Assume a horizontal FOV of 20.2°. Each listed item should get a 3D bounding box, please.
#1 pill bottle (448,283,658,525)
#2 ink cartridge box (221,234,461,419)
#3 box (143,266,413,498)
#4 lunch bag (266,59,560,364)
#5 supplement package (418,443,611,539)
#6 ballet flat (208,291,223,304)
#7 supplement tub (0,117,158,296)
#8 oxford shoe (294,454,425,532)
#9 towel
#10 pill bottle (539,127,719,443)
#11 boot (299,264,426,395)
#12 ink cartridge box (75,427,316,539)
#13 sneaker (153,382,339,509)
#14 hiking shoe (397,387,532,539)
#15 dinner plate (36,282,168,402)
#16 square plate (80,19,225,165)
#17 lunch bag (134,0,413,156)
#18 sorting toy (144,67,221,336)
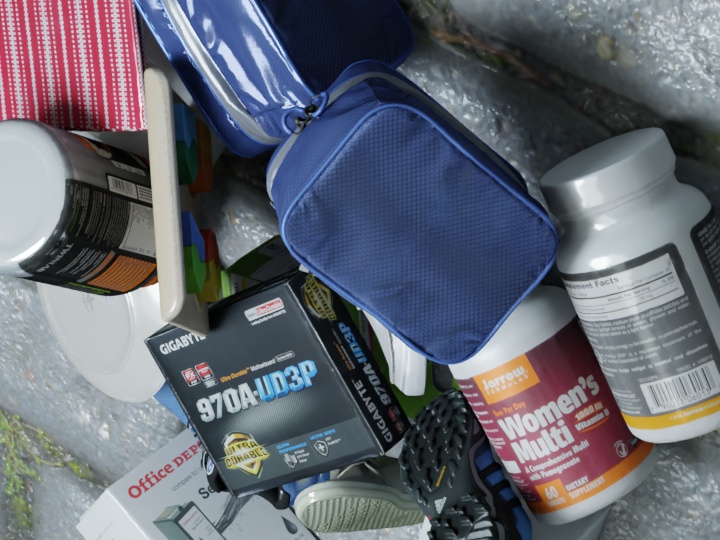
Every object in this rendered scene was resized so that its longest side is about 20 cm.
[{"bbox_3d":[0.133,0.082,1.525,0.109,0.109,0.200,-23,100,46],"label":"pill bottle"},{"bbox_3d":[-0.011,0.070,1.669,0.199,0.076,0.148,17,126,34],"label":"ink cartridge box"},{"bbox_3d":[-0.069,0.092,1.645,0.200,0.046,0.159,-21,101,46],"label":"box"},{"bbox_3d":[0.026,-0.048,1.397,0.200,0.132,0.136,40,100,-18],"label":"lunch bag"},{"bbox_3d":[0.110,0.256,1.656,0.114,0.109,0.200,33,133,22],"label":"supplement package"},{"bbox_3d":[-0.173,-0.009,1.777,0.064,0.067,0.200,-42,74,15],"label":"ballet flat"},{"bbox_3d":[-0.228,-0.046,1.621,0.122,0.200,0.123,-4,80,25],"label":"supplement tub"},{"bbox_3d":[0.008,0.178,1.650,0.075,0.200,0.058,-27,72,30],"label":"oxford shoe"},{"bbox_3d":[-0.236,-0.182,1.594,0.200,0.022,0.145,5,105,43],"label":"towel"},{"bbox_3d":[0.206,0.010,1.413,0.116,0.116,0.201,-13,106,45],"label":"pill bottle"},{"bbox_3d":[0.000,0.000,1.564,0.074,0.095,0.201,-171,77,-87],"label":"boot"},{"bbox_3d":[-0.138,0.255,1.845,0.200,0.146,0.084,48,137,6],"label":"ink cartridge box"},{"bbox_3d":[-0.117,0.144,1.799,0.200,0.089,0.079,31,132,25],"label":"sneaker"},{"bbox_3d":[0.084,0.176,1.541,0.074,0.200,0.087,-34,124,19],"label":"hiking shoe"},{"bbox_3d":[-0.235,0.025,1.782,0.200,0.024,0.201,23,123,39],"label":"dinner plate"},{"bbox_3d":[-0.184,-0.161,1.647,0.198,0.028,0.200,30,133,-11],"label":"square plate"},{"bbox_3d":[-0.068,-0.185,1.504,0.132,0.136,0.200,-22,101,47],"label":"lunch bag"},{"bbox_3d":[-0.133,-0.048,1.544,0.036,0.200,0.186,-5,84,0],"label":"sorting toy"}]
